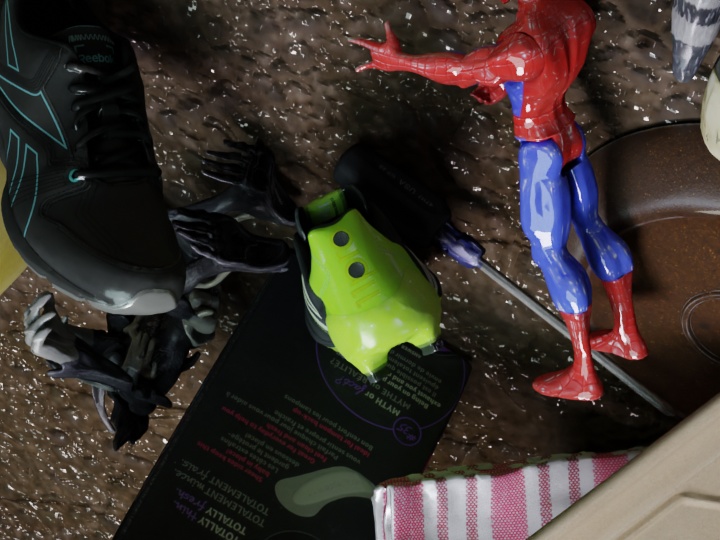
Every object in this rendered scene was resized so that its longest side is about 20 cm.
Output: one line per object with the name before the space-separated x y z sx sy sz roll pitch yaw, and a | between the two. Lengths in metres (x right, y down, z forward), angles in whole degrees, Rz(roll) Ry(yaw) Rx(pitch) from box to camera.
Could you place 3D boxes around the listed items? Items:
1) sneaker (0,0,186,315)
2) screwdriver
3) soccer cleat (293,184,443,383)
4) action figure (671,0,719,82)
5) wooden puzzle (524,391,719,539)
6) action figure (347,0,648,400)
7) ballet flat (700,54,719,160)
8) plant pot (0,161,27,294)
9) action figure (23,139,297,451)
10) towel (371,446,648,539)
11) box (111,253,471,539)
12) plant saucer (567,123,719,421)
sneaker | -0.132 -0.063 0.942 0.200 0.075 0.080 56 133 35
screwdriver | 0.070 0.005 0.967 0.200 0.029 0.028 36 113 4
soccer cleat | 0.000 0.000 0.956 0.081 0.067 0.200 64 177 -4
action figure | 0.161 -0.147 0.685 0.199 0.105 0.194 24 153 9
wooden puzzle | 0.177 0.164 0.947 0.185 0.037 0.200 -38 101 10
action figure | 0.062 -0.049 0.882 0.099 0.065 0.201 11 123 37
ballet flat | 0.189 -0.088 0.674 0.066 0.057 0.200 21 138 -33
plant pot | -0.298 -0.013 1.122 0.199 0.142 0.201 18 142 14
action figure | -0.113 0.010 1.053 0.102 0.119 0.200 29 136 -17
towel | 0.111 0.161 0.990 0.198 0.147 0.030 -7 173 -6
box | -0.044 0.114 1.050 0.122 0.201 0.106 31 144 -2
plant saucer | 0.176 0.018 0.929 0.199 0.035 0.201 19 144 14
